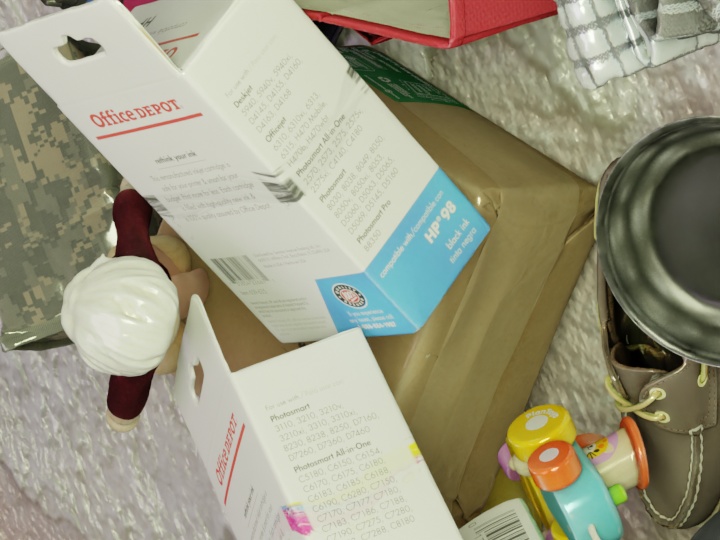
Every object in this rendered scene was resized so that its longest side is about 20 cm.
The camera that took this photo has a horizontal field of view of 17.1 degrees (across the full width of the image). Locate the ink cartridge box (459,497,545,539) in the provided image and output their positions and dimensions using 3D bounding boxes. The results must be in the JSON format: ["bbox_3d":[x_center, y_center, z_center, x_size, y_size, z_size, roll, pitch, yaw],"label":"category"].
[{"bbox_3d":[0.112,0.224,1.096,0.200,0.050,0.161,61,-179,-25],"label":"ink cartridge box"}]

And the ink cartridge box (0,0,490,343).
[{"bbox_3d":[-0.051,-0.060,1.048,0.200,0.067,0.116,48,153,-22],"label":"ink cartridge box"}]

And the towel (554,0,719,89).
[{"bbox_3d":[0.146,-0.174,0.890,0.085,0.200,0.166,-12,97,53],"label":"towel"}]

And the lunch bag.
[{"bbox_3d":[-0.169,-0.044,1.406,0.200,0.117,0.164,4,-115,-81],"label":"lunch bag"}]

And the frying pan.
[{"bbox_3d":[0.183,-0.033,1.011,0.190,0.031,0.115,-38,92,32],"label":"frying pan"}]

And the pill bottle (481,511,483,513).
[{"bbox_3d":[0.053,0.229,1.258,0.112,0.112,0.200,36,149,39],"label":"pill bottle"}]

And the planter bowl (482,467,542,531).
[{"bbox_3d":[0.003,0.123,1.321,0.200,0.083,0.201,26,125,44],"label":"planter bowl"}]

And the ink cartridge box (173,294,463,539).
[{"bbox_3d":[-0.013,0.107,1.067,0.200,0.068,0.115,64,160,21],"label":"ink cartridge box"}]

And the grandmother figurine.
[{"bbox_3d":[-0.103,0.015,1.116,0.200,0.060,0.122,-119,21,-86],"label":"grandmother figurine"}]

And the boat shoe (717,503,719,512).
[{"bbox_3d":[0.177,0.173,1.121,0.070,0.070,0.201,22,123,42],"label":"boat shoe"}]

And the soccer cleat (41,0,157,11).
[{"bbox_3d":[-0.111,-0.169,1.321,0.200,0.086,0.070,20,113,62],"label":"soccer cleat"}]

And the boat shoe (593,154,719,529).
[{"bbox_3d":[0.141,0.034,1.115,0.072,0.059,0.201,23,123,45],"label":"boat shoe"}]

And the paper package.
[{"bbox_3d":[0.000,0.000,1.209,0.200,0.103,0.191,35,111,39],"label":"paper package"}]

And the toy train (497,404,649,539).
[{"bbox_3d":[0.121,0.130,1.123,0.151,0.056,0.200,62,176,14],"label":"toy train"}]

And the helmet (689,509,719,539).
[{"bbox_3d":[0.211,0.180,0.979,0.191,0.200,0.201,32,130,41],"label":"helmet"}]

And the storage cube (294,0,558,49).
[{"bbox_3d":[0.044,-0.208,1.029,0.171,0.179,0.201,18,120,48],"label":"storage cube"}]

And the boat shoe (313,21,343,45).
[{"bbox_3d":[-0.059,-0.100,1.310,0.063,0.073,0.200,54,137,27],"label":"boat shoe"}]
